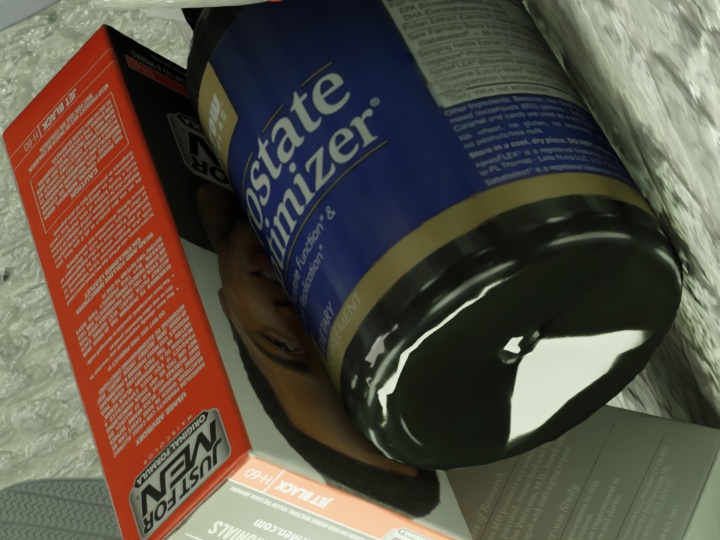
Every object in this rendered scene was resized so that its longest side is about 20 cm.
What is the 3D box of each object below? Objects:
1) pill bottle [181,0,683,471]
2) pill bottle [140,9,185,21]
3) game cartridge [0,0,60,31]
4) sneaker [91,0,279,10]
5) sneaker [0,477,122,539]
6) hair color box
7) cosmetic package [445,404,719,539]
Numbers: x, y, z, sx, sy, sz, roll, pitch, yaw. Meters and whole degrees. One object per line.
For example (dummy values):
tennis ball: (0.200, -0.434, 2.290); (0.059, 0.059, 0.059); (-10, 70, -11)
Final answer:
pill bottle: (0.011, -0.045, 0.928); (0.200, 0.112, 0.112); (61, 175, 34)
pill bottle: (-0.080, -0.200, 1.162); (0.112, 0.112, 0.200); (61, 176, 35)
game cartridge: (-0.098, -0.143, 1.013); (0.041, 0.133, 0.200); (45, 147, -20)
sneaker: (-0.018, -0.129, 0.827); (0.200, 0.077, 0.082); (-23, 76, 54)
sneaker: (-0.040, 0.131, 0.962); (0.073, 0.200, 0.071); (-58, -17, -44)
hair color box: (-0.044, 0.019, 0.950); (0.101, 0.061, 0.200); (25, -150, -40)
cosmetic package: (0.032, 0.094, 1.007); (0.090, 0.200, 0.107); (-65, -32, -31)
